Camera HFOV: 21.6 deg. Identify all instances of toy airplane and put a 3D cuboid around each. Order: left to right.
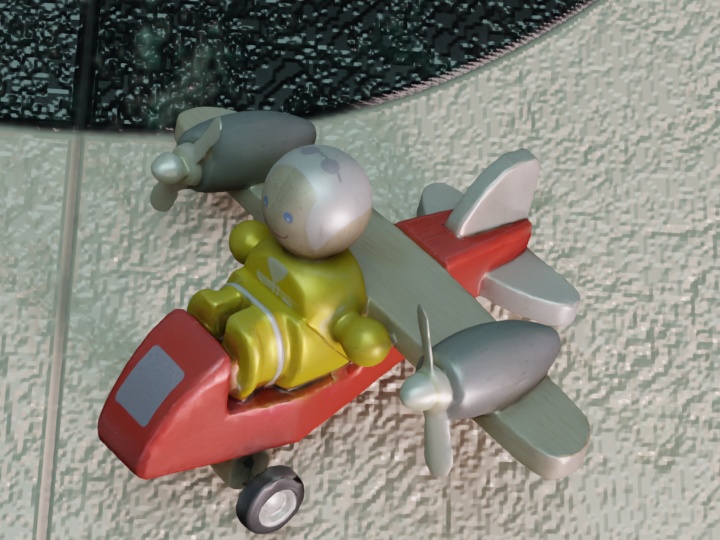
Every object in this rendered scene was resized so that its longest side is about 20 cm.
[{"bbox_3d":[0.000,0.000,0.783,0.198,0.142,0.200,1,48,10],"label":"toy airplane"}]
